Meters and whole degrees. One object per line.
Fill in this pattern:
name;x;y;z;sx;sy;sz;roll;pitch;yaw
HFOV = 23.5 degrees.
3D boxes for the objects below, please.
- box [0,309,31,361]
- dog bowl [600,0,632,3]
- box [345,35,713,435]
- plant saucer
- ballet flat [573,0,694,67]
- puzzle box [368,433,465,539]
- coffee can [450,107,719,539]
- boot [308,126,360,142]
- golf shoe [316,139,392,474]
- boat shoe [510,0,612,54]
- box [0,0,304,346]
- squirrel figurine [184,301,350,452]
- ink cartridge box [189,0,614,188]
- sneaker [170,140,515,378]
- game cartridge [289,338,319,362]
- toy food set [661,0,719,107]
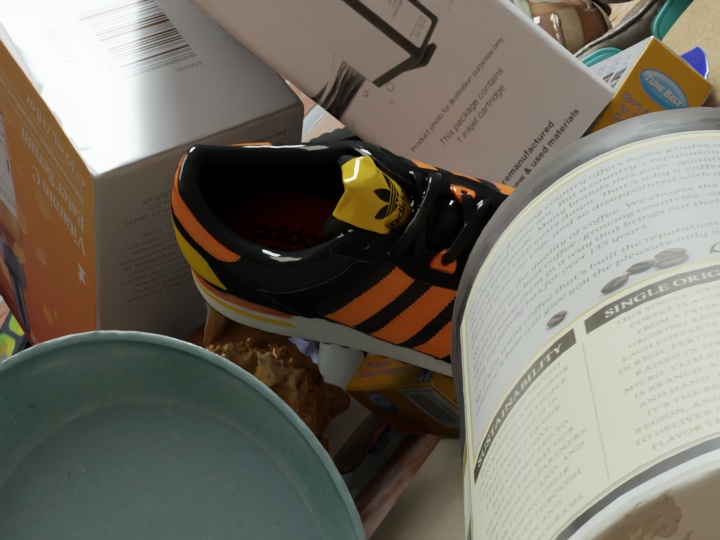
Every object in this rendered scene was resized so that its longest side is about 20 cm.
box;-0.132;-0.007;1.032;0.035;0.110;0.201;39;102;51
dog bowl;0.193;-0.213;0.933;0.199;0.059;0.200;-27;-6;-3
box;0.076;-0.021;0.752;0.201;0.041;0.119;-58;12;-14
plant saucer;-0.082;0.123;0.626;0.200;0.201;0.036;-40;-13;14
ballet flat;0.146;-0.099;0.904;0.200;0.068;0.067;-41;-3;-13
puzzle box;0.044;0.108;0.663;0.200;0.025;0.133;-52;18;-25
coffee can;0.096;0.059;0.432;0.146;0.146;0.200;-39;16;16
boot;-0.010;-0.019;1.016;0.210;0.080;0.158;-25;24;42
golf shoe;0.000;0.000;0.858;0.073;0.091;0.202;135;154;-74
boat shoe;0.119;-0.135;1.052;0.071;0.076;0.200;-6;13;6
box;-0.115;-0.038;0.849;0.106;0.152;0.201;-22;-37;-25
squirrel figurine;-0.065;0.095;0.744;0.199;0.142;0.187;-20;29;54
ink cartridge box;-0.002;-0.116;0.746;0.084;0.199;0.146;-51;10;8
sneaker;0.023;-0.007;0.641;0.090;0.198;0.071;69;-149;-66
game cartridge;-0.068;0.083;1.001;0.129;0.038;0.200;-37;16;8
toy food set;0.208;-0.112;0.783;0.197;0.049;0.200;-29;21;42
